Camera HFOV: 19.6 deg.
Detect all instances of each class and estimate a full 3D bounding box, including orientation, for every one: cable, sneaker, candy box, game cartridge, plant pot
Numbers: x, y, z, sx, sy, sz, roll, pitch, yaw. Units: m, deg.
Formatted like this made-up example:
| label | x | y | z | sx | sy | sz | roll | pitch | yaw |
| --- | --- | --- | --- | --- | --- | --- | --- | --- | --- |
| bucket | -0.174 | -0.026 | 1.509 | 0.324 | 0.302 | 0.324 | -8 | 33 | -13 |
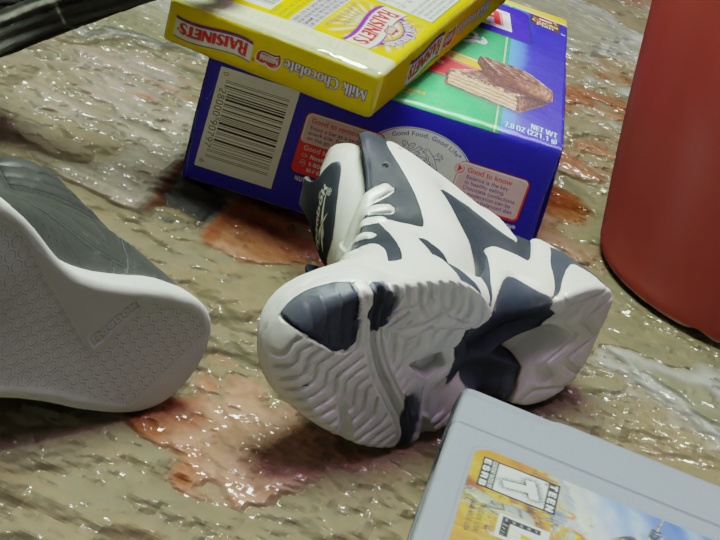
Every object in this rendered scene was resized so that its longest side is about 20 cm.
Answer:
| label | x | y | z | sx | sy | sz | roll | pitch | yaw |
| --- | --- | --- | --- | --- | --- | --- | --- | --- | --- |
| cable | -0.147 | -0.121 | 0.906 | 0.200 | 0.050 | 0.097 | -15 | 22 | 28 |
| sneaker | 0.000 | 0.000 | 0.842 | 0.129 | 0.080 | 0.199 | 36 | 29 | 32 |
| candy box | -0.004 | -0.126 | 0.973 | 0.102 | 0.026 | 0.200 | 24 | 28 | 12 |
| game cartridge | 0.078 | 0.115 | 0.723 | 0.133 | 0.042 | 0.200 | 18 | 25 | 4 |
| plant pot | 0.213 | -0.065 | 1.013 | 0.200 | 0.178 | 0.201 | 16 | 25 | -8 |
| candy box | 0.014 | -0.089 | 1.030 | 0.169 | 0.077 | 0.200 | 17 | 24 | -2 |
| sneaker | -0.145 | -0.007 | 0.723 | 0.099 | 0.071 | 0.200 | 35 | 7 | 34 |
